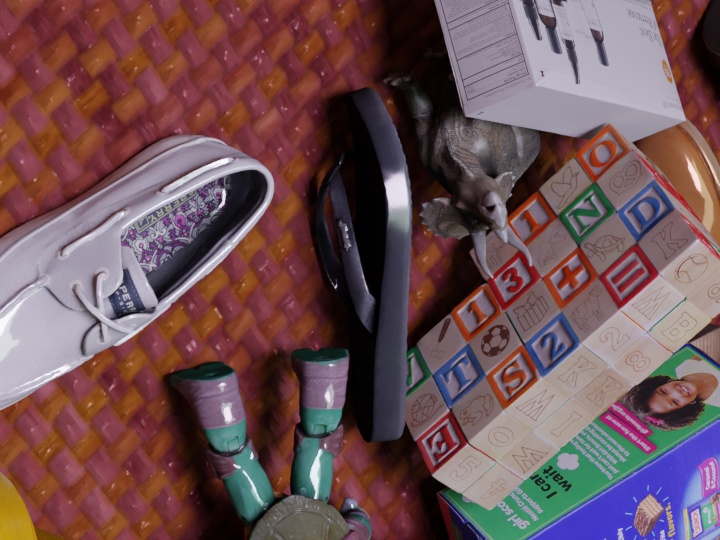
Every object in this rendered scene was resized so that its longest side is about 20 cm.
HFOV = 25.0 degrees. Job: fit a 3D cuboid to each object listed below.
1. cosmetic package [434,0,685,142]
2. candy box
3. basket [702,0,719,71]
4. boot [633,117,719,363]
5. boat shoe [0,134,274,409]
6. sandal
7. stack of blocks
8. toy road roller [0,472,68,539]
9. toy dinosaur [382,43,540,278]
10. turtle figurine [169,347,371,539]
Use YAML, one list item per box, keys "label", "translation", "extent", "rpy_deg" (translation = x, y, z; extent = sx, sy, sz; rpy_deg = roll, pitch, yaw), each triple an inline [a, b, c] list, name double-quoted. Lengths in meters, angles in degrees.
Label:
- label: "cosmetic package"
  translation: [0.117, -0.123, 0.921]
  extent: [0.200, 0.051, 0.083]
  rpy_deg: [0, 74, -57]
- label: "candy box"
  translation: [0.162, 0.170, 1.027]
  extent: [0.200, 0.077, 0.170]
  rpy_deg: [-29, 127, -19]
- label: "basket"
  translation: [0.333, -0.122, 1.104]
  extent: [0.200, 0.180, 0.136]
  rpy_deg: [41, 43, -27]
- label: "boot"
  translation: [0.162, 0.008, 1.035]
  extent: [0.154, 0.074, 0.201]
  rpy_deg: [-18, 108, -32]
- label: "boat shoe"
  translation: [-0.123, 0.004, 0.794]
  extent: [0.200, 0.068, 0.072]
  rpy_deg: [-35, 120, -29]
- label: "sandal"
  translation: [0.000, 0.001, 0.899]
  extent: [0.043, 0.076, 0.201]
  rpy_deg: [-4, 102, -12]
- label: "stack of blocks"
  translation: [0.109, 0.027, 0.937]
  extent: [0.200, 0.115, 0.059]
  rpy_deg: [-43, 131, 14]
- label: "toy road roller"
  translation: [-0.196, 0.184, 0.741]
  extent: [0.146, 0.123, 0.201]
  rpy_deg: [4, 96, -52]
- label: "toy dinosaur"
  translation: [0.070, -0.081, 0.944]
  extent: [0.200, 0.077, 0.103]
  rpy_deg: [-56, 134, -58]
- label: "turtle figurine"
  translation: [-0.043, 0.148, 0.879]
  extent: [0.149, 0.101, 0.201]
  rpy_deg: [-10, 100, -38]
